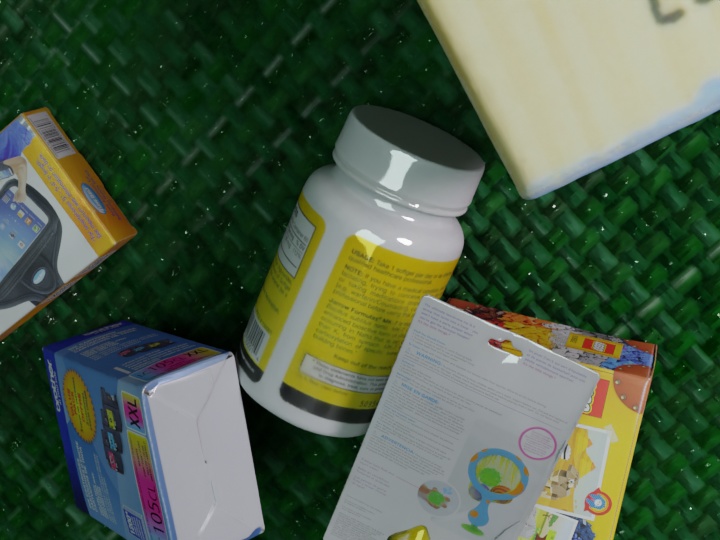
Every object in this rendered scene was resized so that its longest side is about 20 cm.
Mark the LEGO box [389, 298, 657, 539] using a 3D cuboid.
[{"bbox_3d":[0.108,0.136,0.828,0.148,0.077,0.201,13,108,14],"label":"LEGO box"}]

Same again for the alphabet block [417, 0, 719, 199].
[{"bbox_3d":[0.140,-0.182,0.669,0.195,0.196,0.200,-26,96,20],"label":"alphabet block"}]

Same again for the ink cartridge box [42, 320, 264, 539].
[{"bbox_3d":[-0.160,0.118,0.873,0.200,0.076,0.137,11,113,54],"label":"ink cartridge box"}]

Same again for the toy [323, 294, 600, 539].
[{"bbox_3d":[0.062,0.115,0.769,0.115,0.047,0.201,24,114,6],"label":"toy"}]

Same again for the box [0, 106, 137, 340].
[{"bbox_3d":[-0.281,-0.019,0.926,0.200,0.041,0.119,-35,92,20],"label":"box"}]

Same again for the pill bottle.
[{"bbox_3d":[0.000,0.000,0.805,0.114,0.114,0.200,27,111,8],"label":"pill bottle"}]
